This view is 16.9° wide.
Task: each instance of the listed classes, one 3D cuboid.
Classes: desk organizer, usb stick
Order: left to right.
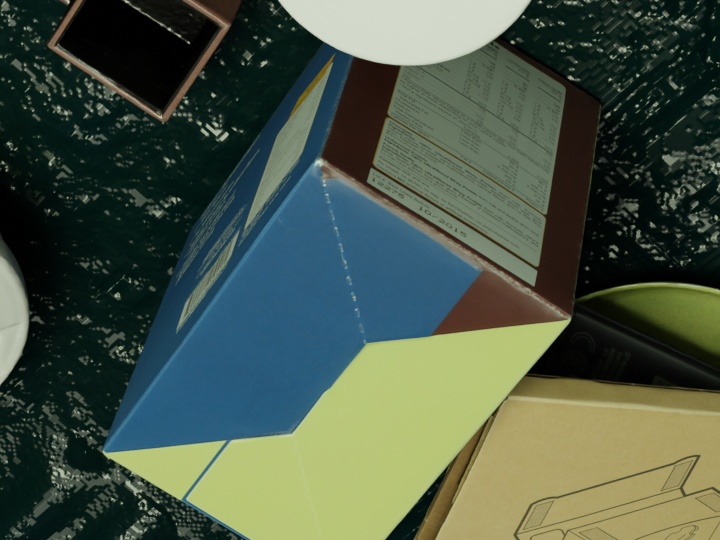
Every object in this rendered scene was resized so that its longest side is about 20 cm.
[{"bbox_3d":[-0.151,-0.163,1.154,0.199,0.077,0.072,33,122,-10],"label":"desk organizer"},{"bbox_3d":[0.178,0.078,1.227,0.199,0.033,0.056,25,99,-5],"label":"usb stick"}]

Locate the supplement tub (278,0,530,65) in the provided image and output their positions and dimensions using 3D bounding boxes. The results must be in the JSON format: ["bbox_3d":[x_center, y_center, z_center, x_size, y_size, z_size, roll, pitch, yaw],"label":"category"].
[{"bbox_3d":[0.030,-0.187,1.032,0.139,0.200,0.141,5,122,8],"label":"supplement tub"}]

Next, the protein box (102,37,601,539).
[{"bbox_3d":[0.000,0.000,1.153,0.134,0.200,0.199,32,122,-10],"label":"protein box"}]

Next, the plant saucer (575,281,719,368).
[{"bbox_3d":[0.163,0.084,1.276,0.198,0.031,0.201,5,123,8],"label":"plant saucer"}]

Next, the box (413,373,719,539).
[{"bbox_3d":[0.131,0.118,1.180,0.198,0.021,0.164,5,132,-21],"label":"box"}]

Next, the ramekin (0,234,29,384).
[{"bbox_3d":[-0.273,0.002,1.233,0.201,0.095,0.203,-11,142,-9],"label":"ramekin"}]
